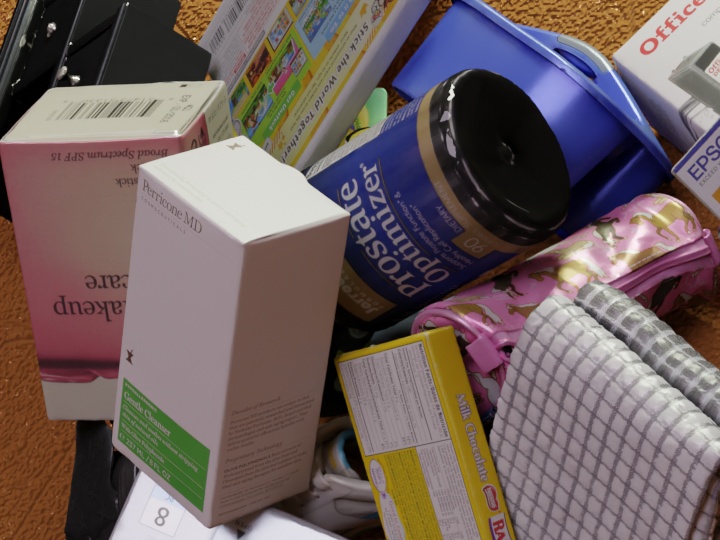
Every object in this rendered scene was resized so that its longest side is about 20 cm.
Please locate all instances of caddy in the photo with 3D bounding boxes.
[{"bbox_3d":[0.116,-0.104,1.636,0.105,0.141,0.200,-48,48,-2],"label":"caddy"}]

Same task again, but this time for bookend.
[{"bbox_3d":[-0.185,-0.149,1.830,0.200,0.092,0.200,-25,43,51],"label":"bookend"}]

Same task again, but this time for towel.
[{"bbox_3d":[0.154,0.128,1.434,0.085,0.201,0.166,-18,43,-35],"label":"towel"}]

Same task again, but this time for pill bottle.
[{"bbox_3d":[0.021,-0.031,1.538,0.200,0.112,0.112,-31,45,36],"label":"pill bottle"}]

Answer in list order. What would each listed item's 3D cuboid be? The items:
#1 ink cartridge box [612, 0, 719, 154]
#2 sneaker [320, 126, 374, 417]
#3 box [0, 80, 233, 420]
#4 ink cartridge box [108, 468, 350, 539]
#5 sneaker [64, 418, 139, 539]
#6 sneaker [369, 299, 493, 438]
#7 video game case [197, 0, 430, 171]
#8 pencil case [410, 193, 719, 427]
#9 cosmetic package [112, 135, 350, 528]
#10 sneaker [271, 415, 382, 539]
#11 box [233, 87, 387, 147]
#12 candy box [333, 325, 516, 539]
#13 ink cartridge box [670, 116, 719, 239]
[{"bbox_3d":[0.276,-0.114,1.583,0.147,0.083,0.200,-44,48,-2],"label":"ink cartridge box"},{"bbox_3d":[0.000,0.000,1.670,0.076,0.075,0.201,20,88,47],"label":"sneaker"},{"bbox_3d":[-0.147,-0.013,1.665,0.127,0.201,0.109,-2,23,14],"label":"box"},{"bbox_3d":[-0.097,0.235,1.547,0.159,0.047,0.201,21,81,20],"label":"ink cartridge box"},{"bbox_3d":[-0.151,0.183,1.657,0.104,0.060,0.201,-18,69,54],"label":"sneaker"},{"bbox_3d":[0.093,0.061,1.587,0.199,0.070,0.082,21,62,33],"label":"sneaker"},{"bbox_3d":[-0.034,-0.170,1.727,0.200,0.023,0.182,-56,40,29],"label":"video game case"},{"bbox_3d":[0.126,0.021,1.530,0.199,0.083,0.086,-27,51,-33],"label":"pencil case"},{"bbox_3d":[-0.079,0.036,1.515,0.085,0.201,0.107,-18,38,-36],"label":"cosmetic package"},{"bbox_3d":[-0.019,0.131,1.599,0.199,0.081,0.077,-19,53,21],"label":"sneaker"},{"bbox_3d":[-0.066,-0.054,1.778,0.199,0.048,0.118,-15,53,25],"label":"box"},{"bbox_3d":[0.046,0.137,1.488,0.102,0.026,0.201,-16,90,53],"label":"candy box"},{"bbox_3d":[0.306,-0.060,1.467,0.196,0.200,0.043,-47,8,-5],"label":"ink cartridge box"}]
